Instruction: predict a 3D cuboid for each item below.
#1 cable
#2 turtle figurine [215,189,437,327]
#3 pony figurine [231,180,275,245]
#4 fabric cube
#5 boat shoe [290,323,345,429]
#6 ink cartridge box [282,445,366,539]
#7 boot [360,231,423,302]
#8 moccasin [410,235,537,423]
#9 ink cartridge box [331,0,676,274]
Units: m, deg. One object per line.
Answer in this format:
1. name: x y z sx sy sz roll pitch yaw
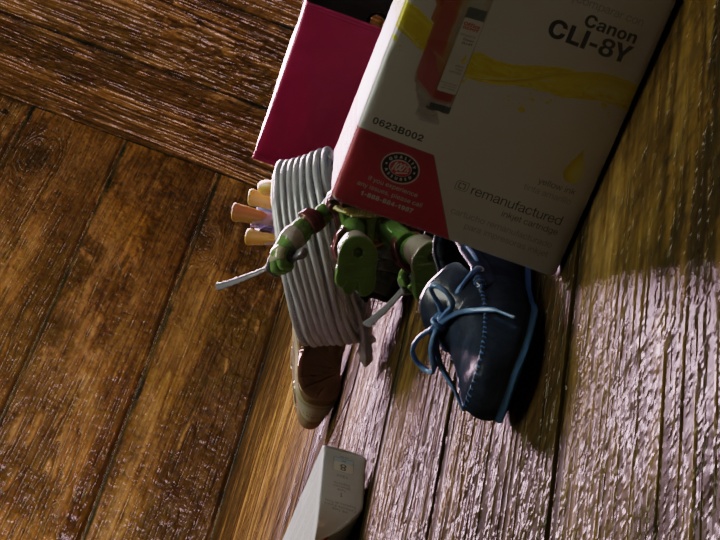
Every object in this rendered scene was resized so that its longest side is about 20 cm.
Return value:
1. cable: -0.040 -0.022 1.720 0.200 0.069 0.200 70 -168 -53
2. turtle figurine: 0.000 0.000 1.483 0.200 0.144 0.194 -50 20 3
3. pony figurine: -0.048 -0.052 2.139 0.193 0.200 0.167 72 -151 -72
4. fabric cube: 0.002 -0.220 2.023 0.200 0.196 0.200 -84 13 -67
5. boat shoe: -0.056 0.105 2.069 0.200 0.071 0.065 -82 8 -49
6. ink cartridge box: -0.043 0.275 1.476 0.200 0.047 0.160 -88 18 -57
7. boot: 0.032 -0.029 1.661 0.200 0.068 0.131 26 -100 -79
8. moccasin: 0.065 0.032 1.046 0.200 0.068 0.081 -84 14 -69
9. ink cartridge box: 0.083 -0.119 0.989 0.083 0.145 0.200 -84 14 -67
